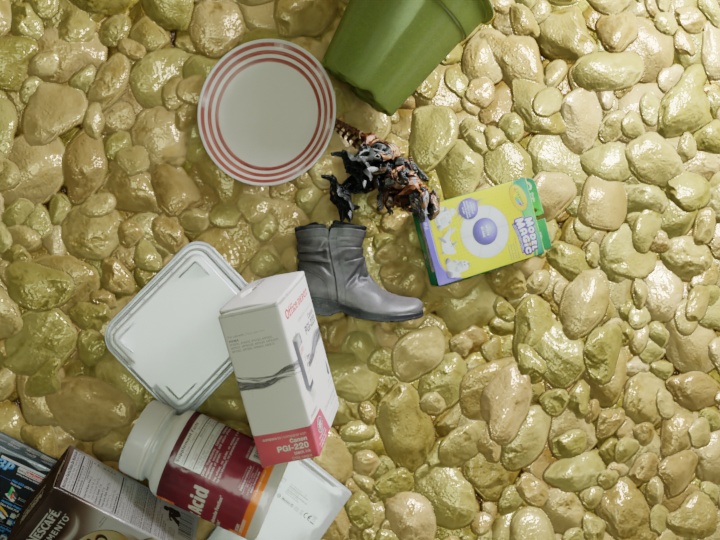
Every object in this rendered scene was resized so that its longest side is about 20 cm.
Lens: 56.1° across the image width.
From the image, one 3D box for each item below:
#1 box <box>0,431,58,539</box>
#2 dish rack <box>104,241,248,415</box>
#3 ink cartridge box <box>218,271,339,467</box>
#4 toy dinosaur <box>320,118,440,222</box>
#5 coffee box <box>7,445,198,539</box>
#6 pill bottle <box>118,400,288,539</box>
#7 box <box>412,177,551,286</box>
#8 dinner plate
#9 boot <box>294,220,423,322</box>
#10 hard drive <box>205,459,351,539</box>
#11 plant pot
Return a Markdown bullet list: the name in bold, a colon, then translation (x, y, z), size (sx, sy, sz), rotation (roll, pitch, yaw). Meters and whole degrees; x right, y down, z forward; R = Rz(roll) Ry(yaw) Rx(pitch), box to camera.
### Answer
- **box**: translation (-0.513, 0.285, 0.876), size (0.197, 0.046, 0.162), rotation (28, 85, -8)
- **dish rack**: translation (-0.234, 0.081, 0.925), size (0.200, 0.044, 0.172), rotation (-45, 97, -6)
- **ink cartridge box**: translation (-0.099, 0.119, 0.866), size (0.083, 0.146, 0.205), rotation (-13, 102, 11)
- **toy dinosaur**: translation (0.021, -0.136, 0.946), size (0.135, 0.198, 0.104), rotation (-29, 138, -37)
- **coffee box**: translation (-0.319, 0.328, 0.852), size (0.199, 0.080, 0.113), rotation (37, 104, -21)
- **pill bottle**: translation (-0.202, 0.255, 0.877), size (0.196, 0.114, 0.116), rotation (24, 86, 1)
- **box**: translation (0.185, -0.059, 0.991), size (0.196, 0.048, 0.120), rotation (-17, 92, -10)
- **dinner plate**: translation (-0.129, -0.217, 0.936), size (0.195, 0.024, 0.206), rotation (-1, 86, 7)
- **boot**: translation (0.000, 0.000, 0.948), size (0.195, 0.070, 0.135), rotation (6, 90, -10)
- **hard drive**: translation (-0.122, 0.357, 0.948), size (0.131, 0.027, 0.202), rotation (38, 84, -7)
- **plant pot**: translation (0.046, -0.323, 0.915), size (0.198, 0.200, 0.192), rotation (36, 97, -7)
